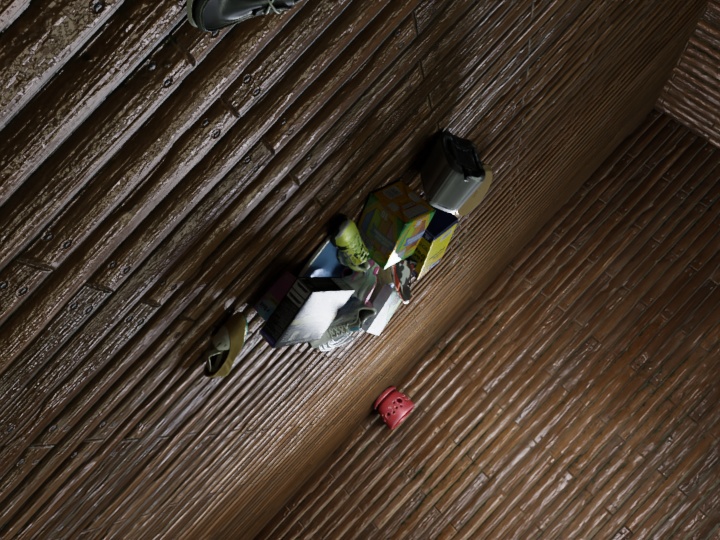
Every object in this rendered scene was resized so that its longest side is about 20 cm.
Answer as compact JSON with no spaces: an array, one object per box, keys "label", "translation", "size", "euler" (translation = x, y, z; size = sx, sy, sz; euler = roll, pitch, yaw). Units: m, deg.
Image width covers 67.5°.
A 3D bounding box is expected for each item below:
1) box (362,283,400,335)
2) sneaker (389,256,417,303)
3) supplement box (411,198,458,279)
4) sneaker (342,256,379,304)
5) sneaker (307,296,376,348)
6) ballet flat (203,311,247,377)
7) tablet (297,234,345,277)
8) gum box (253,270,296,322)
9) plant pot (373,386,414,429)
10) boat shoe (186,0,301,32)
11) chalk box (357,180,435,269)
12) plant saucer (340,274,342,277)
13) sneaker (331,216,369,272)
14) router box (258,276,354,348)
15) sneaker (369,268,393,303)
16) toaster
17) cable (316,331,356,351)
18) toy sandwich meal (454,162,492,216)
[{"label":"box","translation":[0.063,0.121,1.596],"size":[0.145,0.036,0.200],"euler":[-57,166,-1]},{"label":"sneaker","translation":[0.125,0.005,1.509],"size":[0.081,0.077,0.201],"euler":[-16,123,4]},{"label":"supplement box","translation":[0.180,-0.090,1.528],"size":[0.109,0.109,0.201],"euler":[-36,157,-29]},{"label":"sneaker","translation":[0.000,0.000,1.402],"size":[0.200,0.088,0.082],"euler":[-74,-173,-61]},{"label":"sneaker","translation":[-0.044,0.132,1.349],"size":[0.199,0.086,0.075],"euler":[-37,133,-19]},{"label":"ballet flat","translation":[-0.297,0.170,1.172],"size":[0.063,0.069,0.201],"euler":[-9,138,-38]},{"label":"tablet","translation":[-0.084,-0.008,1.326],"size":[0.130,0.014,0.200],"euler":[-52,161,-4]},{"label":"gum box","translation":[-0.159,0.087,1.285],"size":[0.114,0.066,0.200],"euler":[-47,160,-2]},{"label":"plant pot","translation":[0.190,0.798,3.155],"size":[0.200,0.182,0.201],"euler":[-40,158,-19]},{"label":"boat shoe","translation":[-0.107,-0.329,0.617],"size":[0.200,0.068,0.072],"euler":[-38,160,-20]},{"label":"chalk box","translation":[0.072,-0.095,1.330],"size":[0.124,0.124,0.201],"euler":[-29,153,-40]},{"label":"plant saucer","translation":[-0.057,0.068,1.512],"size":[0.200,0.032,0.201],"euler":[-39,158,-19]},{"label":"sneaker","translation":[-0.015,-0.060,1.268],"size":[0.076,0.076,0.200],"euler":[-55,161,-13]},{"label":"router box","translation":[-0.115,0.090,1.207],"size":[0.158,0.052,0.200],"euler":[-54,159,14]},{"label":"sneaker","translation":[0.052,0.057,1.654],"size":[0.200,0.077,0.111],"euler":[-51,175,-23]},{"label":"toaster","translation":[0.220,-0.232,1.303],"size":[0.113,0.201,0.129],"euler":[16,132,-21]},{"label":"cable","translation":[-0.058,0.136,1.495],"size":[0.199,0.069,0.201],"euler":[-22,148,-48]},{"label":"toy sandwich meal","translation":[0.323,-0.248,1.647],"size":[0.205,0.070,0.206],"euler":[-38,153,-23]}]
